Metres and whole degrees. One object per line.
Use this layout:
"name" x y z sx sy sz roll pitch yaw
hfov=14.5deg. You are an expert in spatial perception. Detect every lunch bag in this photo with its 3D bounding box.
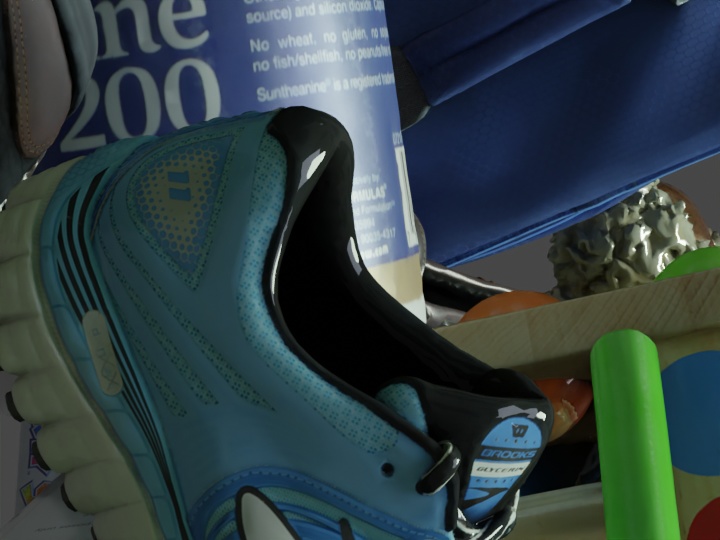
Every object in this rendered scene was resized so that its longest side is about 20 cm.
"lunch bag" 0.058 -0.085 0.971 0.137 0.199 0.132 63 12 -10

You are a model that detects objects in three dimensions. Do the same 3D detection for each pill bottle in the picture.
"pill bottle" -0.051 -0.071 0.680 0.111 0.110 0.202 -23 105 -77

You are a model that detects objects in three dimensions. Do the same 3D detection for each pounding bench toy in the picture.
"pounding bench toy" 0.076 0.070 0.711 0.200 0.123 0.157 65 15 -68

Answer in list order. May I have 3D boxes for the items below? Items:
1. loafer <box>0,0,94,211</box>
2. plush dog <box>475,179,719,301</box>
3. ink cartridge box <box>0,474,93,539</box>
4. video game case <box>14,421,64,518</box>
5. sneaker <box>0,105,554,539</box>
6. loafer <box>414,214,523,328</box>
"loafer" -0.100 -0.070 0.530 0.200 0.071 0.063 67 34 -56
"plush dog" 0.066 0.080 1.043 0.172 0.160 0.201 -25 94 -59
"ink cartridge box" -0.052 0.140 0.630 0.200 0.087 0.146 -42 123 -66
"video game case" -0.066 0.064 0.799 0.143 0.018 0.201 60 29 -64
"sneaker" 0.002 0.059 0.554 0.201 0.090 0.078 64 22 -1
"loafer" 0.000 0.000 0.834 0.072 0.063 0.200 53 8 34
